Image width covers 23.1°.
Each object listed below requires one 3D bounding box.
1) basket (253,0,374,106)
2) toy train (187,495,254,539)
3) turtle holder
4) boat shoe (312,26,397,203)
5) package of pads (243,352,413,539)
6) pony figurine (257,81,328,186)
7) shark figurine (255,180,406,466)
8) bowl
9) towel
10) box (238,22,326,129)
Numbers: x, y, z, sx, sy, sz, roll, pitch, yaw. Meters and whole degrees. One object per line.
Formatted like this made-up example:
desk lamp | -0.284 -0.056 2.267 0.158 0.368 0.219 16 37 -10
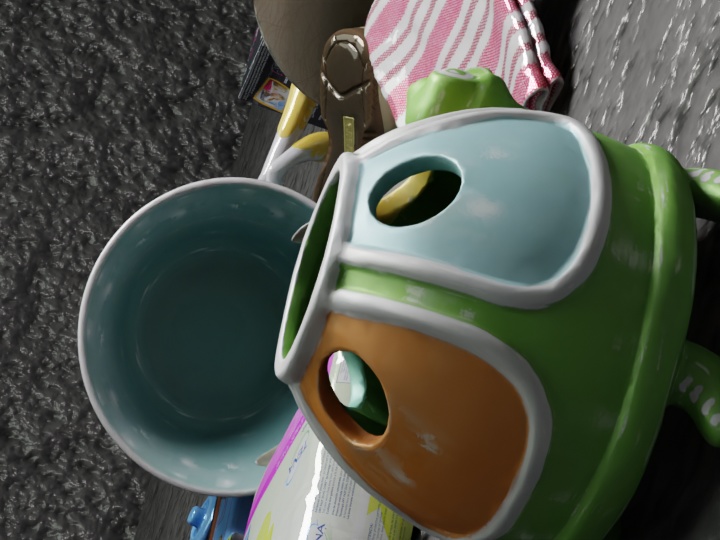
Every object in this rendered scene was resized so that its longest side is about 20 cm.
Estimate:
basket | 0.000 -0.231 1.233 0.200 0.134 0.182 109 144 -68
toy train | -0.070 0.198 1.165 0.115 0.086 0.201 -54 16 37
turtle holder | 0.048 0.000 0.591 0.141 0.130 0.188 127 159 -68
boat shoe | 0.016 -0.064 1.194 0.071 0.076 0.203 22 114 41
package of pads | -0.025 0.155 0.977 0.201 0.067 0.156 117 168 -51
pony figurine | -0.070 -0.011 1.318 0.200 0.165 0.194 -48 -39 -24
shark figurine | -0.007 0.014 1.098 0.128 0.089 0.217 -105 35 -77
bowl | -0.090 0.044 1.171 0.105 0.199 0.203 171 116 -78
towel | 0.047 -0.121 0.964 0.147 0.030 0.202 115 147 -46
box | -0.033 -0.264 1.741 0.132 0.113 0.202 123 161 -58
